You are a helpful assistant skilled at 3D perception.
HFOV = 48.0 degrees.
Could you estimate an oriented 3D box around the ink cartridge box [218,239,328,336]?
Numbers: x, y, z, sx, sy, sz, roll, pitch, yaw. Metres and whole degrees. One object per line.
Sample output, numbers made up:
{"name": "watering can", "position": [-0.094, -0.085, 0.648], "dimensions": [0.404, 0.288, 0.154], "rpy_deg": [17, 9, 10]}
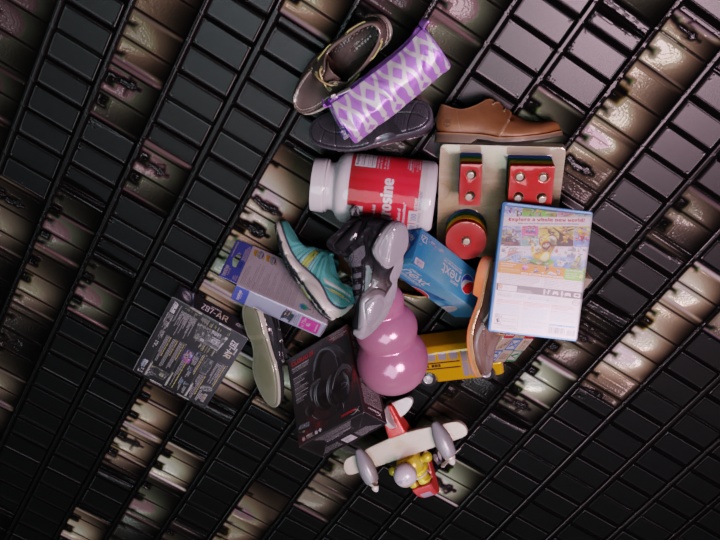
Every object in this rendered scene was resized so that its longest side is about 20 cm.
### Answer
{"name": "ink cartridge box", "position": [-0.143, 0.028, 1.395], "dimensions": [0.198, 0.120, 0.042], "rpy_deg": [26, 125, -8]}

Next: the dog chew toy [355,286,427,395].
{"name": "dog chew toy", "position": [0.044, 0.108, 1.358], "dimensions": [0.123, 0.125, 0.203], "rpy_deg": [-8, 115, 11]}

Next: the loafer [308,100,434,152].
{"name": "loafer", "position": [0.020, -0.218, 1.273], "dimensions": [0.197, 0.063, 0.073], "rpy_deg": [-7, 76, 12]}

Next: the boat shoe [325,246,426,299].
{"name": "boat shoe", "position": [0.033, -0.004, 1.386], "dimensions": [0.197, 0.068, 0.073], "rpy_deg": [13, 122, 0]}

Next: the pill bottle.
{"name": "pill bottle", "position": [0.021, -0.128, 1.294], "dimensions": [0.197, 0.113, 0.114], "rpy_deg": [6, 120, 3]}

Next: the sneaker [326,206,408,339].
{"name": "sneaker", "position": [0.000, 0.000, 1.262], "dimensions": [0.113, 0.075, 0.203], "rpy_deg": [28, 115, 26]}

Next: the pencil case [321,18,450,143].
{"name": "pencil case", "position": [0.037, -0.277, 1.201], "dimensions": [0.199, 0.084, 0.086], "rpy_deg": [-38, 118, 3]}

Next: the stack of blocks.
{"name": "stack of blocks", "position": [0.284, 0.065, 1.368], "dimensions": [0.114, 0.059, 0.201], "rpy_deg": [6, 128, -41]}

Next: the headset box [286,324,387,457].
{"name": "headset box", "position": [-0.047, 0.207, 1.453], "dimensions": [0.148, 0.202, 0.077], "rpy_deg": [-30, 141, 23]}

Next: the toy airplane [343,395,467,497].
{"name": "toy airplane", "position": [0.084, 0.343, 1.532], "dimensions": [0.196, 0.142, 0.202], "rpy_deg": [19, 120, -3]}

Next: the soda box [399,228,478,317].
{"name": "soda box", "position": [0.131, 0.008, 1.333], "dimensions": [0.067, 0.065, 0.199], "rpy_deg": [-3, 150, 47]}

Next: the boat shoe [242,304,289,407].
{"name": "boat shoe", "position": [-0.162, 0.146, 1.479], "dimensions": [0.074, 0.066, 0.202], "rpy_deg": [-7, 101, 46]}

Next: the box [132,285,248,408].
{"name": "box", "position": [-0.318, 0.148, 1.527], "dimensions": [0.159, 0.044, 0.201], "rpy_deg": [29, 118, -10]}

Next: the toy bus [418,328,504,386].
{"name": "toy bus", "position": [0.157, 0.155, 1.463], "dimensions": [0.197, 0.065, 0.079], "rpy_deg": [-8, 117, 12]}

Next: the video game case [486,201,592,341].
{"name": "video game case", "position": [0.278, 0.002, 1.260], "dimensions": [0.141, 0.018, 0.203], "rpy_deg": [6, 94, 2]}

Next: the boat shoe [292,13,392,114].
{"name": "boat shoe", "position": [-0.035, -0.308, 1.224], "dimensions": [0.199, 0.060, 0.072], "rpy_deg": [-37, 98, 24]}

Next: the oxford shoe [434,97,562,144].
{"name": "oxford shoe", "position": [0.214, -0.229, 1.243], "dimensions": [0.197, 0.071, 0.072], "rpy_deg": [2, 95, 0]}

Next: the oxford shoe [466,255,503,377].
{"name": "oxford shoe", "position": [0.217, 0.082, 1.307], "dimensions": [0.072, 0.071, 0.203], "rpy_deg": [11, 108, 24]}

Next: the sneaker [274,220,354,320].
{"name": "sneaker", "position": [-0.078, -0.007, 1.370], "dimensions": [0.079, 0.078, 0.201], "rpy_deg": [-34, 74, -13]}

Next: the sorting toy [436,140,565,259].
{"name": "sorting toy", "position": [0.224, -0.101, 1.309], "dimensions": [0.197, 0.070, 0.201], "rpy_deg": [2, 120, 5]}
